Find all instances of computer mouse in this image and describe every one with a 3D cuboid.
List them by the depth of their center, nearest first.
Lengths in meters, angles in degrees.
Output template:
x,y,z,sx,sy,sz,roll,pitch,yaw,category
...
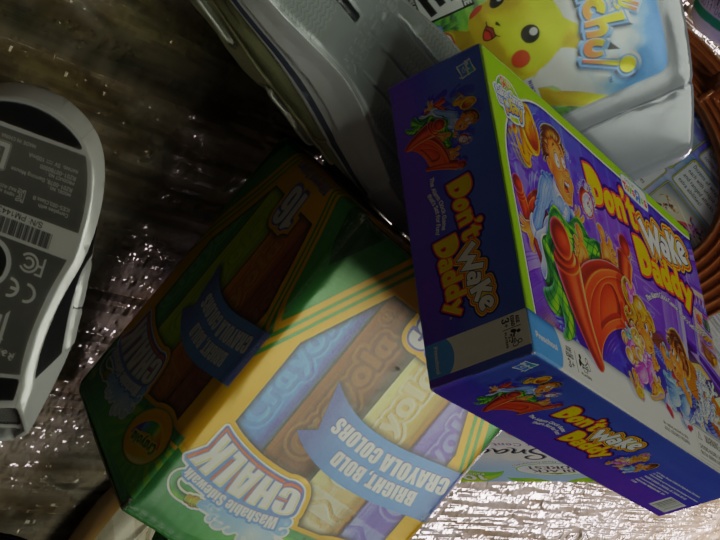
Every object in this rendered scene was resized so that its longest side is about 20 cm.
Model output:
x,y,z,sx,sy,sz,roll,pitch,yaw,category
-0.144,0.026,0.589,0.044,0.109,0.201,-35,146,-80,computer mouse

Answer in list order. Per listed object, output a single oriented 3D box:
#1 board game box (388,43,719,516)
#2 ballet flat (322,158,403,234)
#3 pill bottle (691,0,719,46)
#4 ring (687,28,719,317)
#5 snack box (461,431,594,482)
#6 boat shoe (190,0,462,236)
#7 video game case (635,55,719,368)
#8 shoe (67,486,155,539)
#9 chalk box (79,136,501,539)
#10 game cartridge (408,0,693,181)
x,y,z,sx,sy,sz,roll,pitch,yaw,category
0.091,0.012,0.643,0.045,0.135,0.200,-23,148,27,board game box
0.000,0.000,0.783,0.068,0.068,0.201,-24,138,-46,ballet flat
0.284,-0.228,0.929,0.113,0.113,0.201,-21,136,-45,pill bottle
0.140,-0.065,0.812,0.200,0.201,0.019,-35,176,-32,ring
0.108,0.077,0.943,0.200,0.142,0.053,57,37,-59,snack box
-0.006,-0.086,0.642,0.072,0.062,0.200,-54,130,-21,boat shoe
0.150,-0.030,0.839,0.181,0.200,0.045,-35,176,-30,video game case
-0.074,0.123,0.811,0.200,0.053,0.070,-29,141,-38,shoe
-0.039,0.065,0.685,0.124,0.125,0.200,39,93,-28,chalk box
0.074,-0.116,0.687,0.133,0.041,0.200,-26,118,0,game cartridge
